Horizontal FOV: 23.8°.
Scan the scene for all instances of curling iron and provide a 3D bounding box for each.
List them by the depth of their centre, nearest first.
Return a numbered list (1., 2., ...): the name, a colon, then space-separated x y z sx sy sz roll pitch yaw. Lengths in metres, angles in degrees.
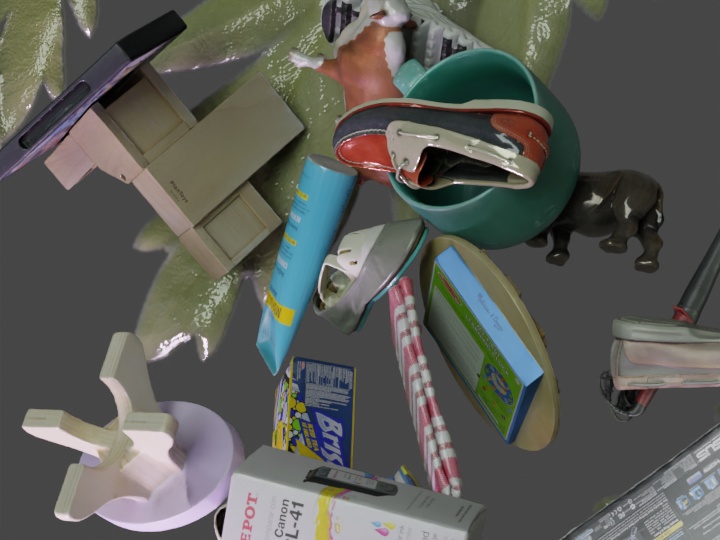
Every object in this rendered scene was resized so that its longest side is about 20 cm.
1. curling iron: 0.267 0.039 1.464 0.049 0.026 0.201 34 95 25

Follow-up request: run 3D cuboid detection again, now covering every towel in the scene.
1. towel: 0.060 0.119 1.489 0.030 0.146 0.202 -13 72 -2

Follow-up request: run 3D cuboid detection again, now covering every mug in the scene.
1. mug: 0.111 -0.109 1.471 0.151 0.114 0.186 -19 55 28

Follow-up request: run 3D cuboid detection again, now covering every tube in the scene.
1. tube: -0.057 -0.007 1.599 0.077 0.050 0.202 -122 49 -68

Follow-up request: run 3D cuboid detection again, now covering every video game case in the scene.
1. video game case: -0.258 -0.167 1.624 0.180 0.200 0.026 -39 98 18

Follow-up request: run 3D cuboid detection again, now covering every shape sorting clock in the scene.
1. shape sorting clock: 0.110 0.061 1.462 0.039 0.201 0.201 -27 64 -16

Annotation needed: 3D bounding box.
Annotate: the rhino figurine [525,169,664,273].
1. rhino figurine: 0.176 -0.053 1.511 0.198 0.060 0.088 6 65 29

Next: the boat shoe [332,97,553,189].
1. boat shoe: 0.060 -0.096 1.379 0.198 0.071 0.063 1 63 30

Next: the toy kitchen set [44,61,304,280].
1. toy kitchen set: -0.171 -0.105 1.703 0.163 0.180 0.200 -43 97 -28

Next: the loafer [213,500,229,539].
1. loafer: -0.063 0.272 1.556 0.199 0.068 0.076 28 92 29

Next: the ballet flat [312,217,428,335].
1. ballet flat: 0.000 0.000 1.523 0.063 0.200 0.068 30 61 -3

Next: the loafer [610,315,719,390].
1. loafer: 0.305 0.079 1.412 0.198 0.072 0.064 7 97 16

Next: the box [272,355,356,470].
1. box: -0.044 0.184 1.523 0.064 0.070 0.202 10 59 -12

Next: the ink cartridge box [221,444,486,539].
1. ink cartridge box: -0.012 0.242 1.380 0.198 0.086 0.149 12 100 11

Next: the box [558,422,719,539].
1. box: 0.272 0.244 1.406 0.200 0.049 0.162 -39 63 14

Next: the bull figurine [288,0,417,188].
1. bull figurine: 0.006 -0.167 1.575 0.121 0.065 0.202 5 117 38

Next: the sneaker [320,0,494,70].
1. sneaker: 0.064 -0.219 1.600 0.199 0.081 0.076 29 134 14

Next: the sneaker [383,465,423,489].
1. sneaker: 0.037 0.272 1.488 0.082 0.074 0.201 -21 53 7

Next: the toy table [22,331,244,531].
1. toy table: -0.219 0.165 1.605 0.199 0.117 0.185 -15 53 30
